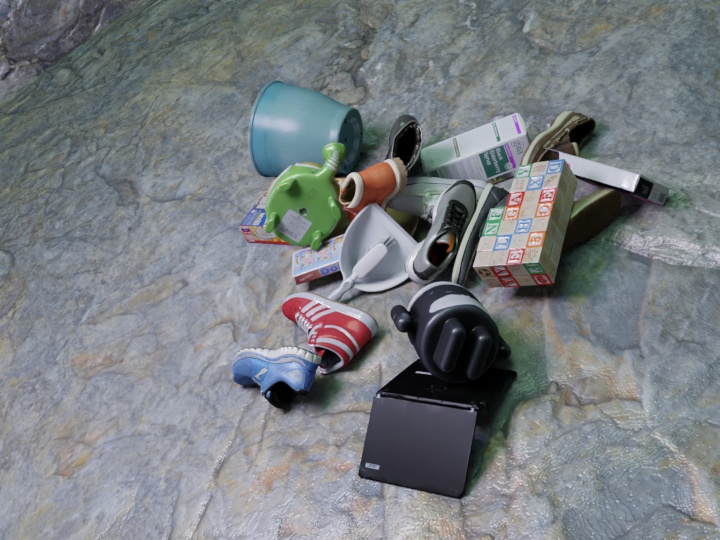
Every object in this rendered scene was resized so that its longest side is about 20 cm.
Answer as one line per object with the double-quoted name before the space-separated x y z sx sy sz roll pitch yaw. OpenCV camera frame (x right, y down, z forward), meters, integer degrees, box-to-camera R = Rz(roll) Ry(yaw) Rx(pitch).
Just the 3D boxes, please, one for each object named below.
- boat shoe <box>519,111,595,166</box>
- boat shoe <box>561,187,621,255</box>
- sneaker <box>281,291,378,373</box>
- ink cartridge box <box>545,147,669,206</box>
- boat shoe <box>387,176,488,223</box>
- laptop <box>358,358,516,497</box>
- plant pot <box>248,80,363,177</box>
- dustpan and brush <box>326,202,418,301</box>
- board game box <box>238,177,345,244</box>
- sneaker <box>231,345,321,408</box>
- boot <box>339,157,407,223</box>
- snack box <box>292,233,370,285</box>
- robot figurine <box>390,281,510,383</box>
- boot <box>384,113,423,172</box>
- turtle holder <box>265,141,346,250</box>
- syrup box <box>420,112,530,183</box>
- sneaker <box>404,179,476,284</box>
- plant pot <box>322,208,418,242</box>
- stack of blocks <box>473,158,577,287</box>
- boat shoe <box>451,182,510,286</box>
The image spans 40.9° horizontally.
"boat shoe" 0.353 -0.215 1.714 0.074 0.075 0.203 14 54 37
"boat shoe" 0.329 -0.078 1.568 0.199 0.074 0.069 -34 43 -6
"sneaker" -0.078 0.104 1.617 0.199 0.072 0.113 11 49 37
"ink cartridge box" 0.401 -0.157 1.597 0.199 0.094 0.037 30 101 47
"boat shoe" 0.136 -0.118 1.724 0.198 0.071 0.070 2 52 4
"laptop" 0.113 0.222 1.411 0.176 0.104 0.200 4 22 34
"plant pot" -0.102 -0.278 1.992 0.186 0.201 0.201 12 50 21
"dustpan and brush" 0.000 0.000 1.677 0.200 0.139 0.057 -45 5 26
"board game box" -0.124 -0.120 1.926 0.198 0.047 0.152 5 48 36
"sneaker" -0.148 0.175 1.565 0.199 0.078 0.090 -11 61 48
"boot" -0.001 -0.128 1.705 0.106 0.200 0.076 -19 73 -26
"snack box" -0.030 -0.035 1.742 0.198 0.024 0.072 -19 39 12
"robot figurine" 0.134 0.093 1.430 0.124 0.151 0.200 -34 18 2
"boot" 0.080 -0.237 1.789 0.072 0.200 0.184 9 76 3
"turtle holder" -0.100 -0.144 1.761 0.139 0.187 0.132 4 29 0
"syrup box" 0.218 -0.207 1.784 0.198 0.079 0.082 -19 37 12
"sneaker" 0.150 -0.067 1.638 0.201 0.074 0.079 -62 16 -19
"plant pot" 0.019 -0.066 1.790 0.198 0.028 0.201 -17 39 15
"stack of blocks" 0.262 -0.074 1.522 0.114 0.059 0.201 -4 53 38
"boat shoe" 0.208 -0.056 1.626 0.067 0.072 0.201 24 65 8
